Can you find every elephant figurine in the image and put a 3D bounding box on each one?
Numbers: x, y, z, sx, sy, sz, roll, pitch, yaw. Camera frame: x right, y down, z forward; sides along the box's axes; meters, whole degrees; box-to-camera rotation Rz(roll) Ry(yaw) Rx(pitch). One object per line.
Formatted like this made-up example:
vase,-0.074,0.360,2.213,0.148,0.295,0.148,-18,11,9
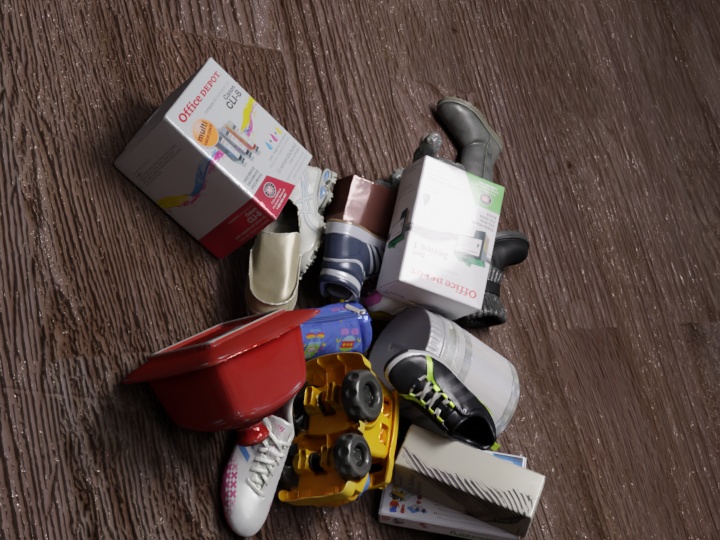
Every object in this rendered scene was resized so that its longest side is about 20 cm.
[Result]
elephant figurine,0.117,-0.128,1.597,0.155,0.199,0.143,-19,82,-48

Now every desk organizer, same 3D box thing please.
desk organizer,0.049,-0.077,1.533,0.199,0.072,0.078,19,79,-25

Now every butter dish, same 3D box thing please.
butter dish,-0.152,0.144,1.208,0.199,0.198,0.149,-24,96,-48

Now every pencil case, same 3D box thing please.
pencil case,-0.068,0.086,1.386,0.199,0.087,0.078,-3,50,-43

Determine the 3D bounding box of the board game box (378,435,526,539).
board game box,0.133,0.314,1.412,0.198,0.035,0.127,9,54,7

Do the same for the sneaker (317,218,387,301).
sneaker,0.000,0.000,1.476,0.200,0.070,0.110,26,71,-58

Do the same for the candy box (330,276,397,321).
candy box,0.030,0.029,1.559,0.199,0.026,0.103,11,58,-40

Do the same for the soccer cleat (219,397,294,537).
soccer cleat,-0.126,0.234,1.253,0.070,0.086,0.202,27,53,-31

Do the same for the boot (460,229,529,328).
boot,0.234,0.019,1.719,0.210,0.079,0.159,-5,67,-36

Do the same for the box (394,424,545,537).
box,0.148,0.290,1.359,0.198,0.082,0.069,18,57,15

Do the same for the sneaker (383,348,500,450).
sneaker,0.120,0.179,1.346,0.199,0.072,0.083,35,11,-20

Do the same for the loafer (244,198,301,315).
loafer,-0.118,-0.021,1.345,0.075,0.069,0.201,3,49,-3

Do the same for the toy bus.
toy bus,-0.012,0.241,1.346,0.192,0.135,0.202,41,46,-43

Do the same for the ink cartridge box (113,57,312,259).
ink cartridge box,-0.200,-0.151,1.344,0.200,0.144,0.146,42,46,-18

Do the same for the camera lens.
camera lens,0.127,0.166,1.480,0.199,0.159,0.161,35,48,-26

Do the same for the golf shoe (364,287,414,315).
golf shoe,0.088,0.050,1.532,0.199,0.075,0.092,-11,81,-45

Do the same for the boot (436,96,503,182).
boot,0.192,-0.200,1.816,0.181,0.072,0.201,36,55,-22

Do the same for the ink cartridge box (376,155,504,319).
ink cartridge box,0.120,-0.046,1.466,0.145,0.084,0.202,19,71,-19

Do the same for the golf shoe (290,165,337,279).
golf shoe,-0.099,-0.077,1.472,0.096,0.078,0.201,19,50,-14

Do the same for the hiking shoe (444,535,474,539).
hiking shoe,0.168,0.365,1.451,0.076,0.100,0.202,32,51,-46
